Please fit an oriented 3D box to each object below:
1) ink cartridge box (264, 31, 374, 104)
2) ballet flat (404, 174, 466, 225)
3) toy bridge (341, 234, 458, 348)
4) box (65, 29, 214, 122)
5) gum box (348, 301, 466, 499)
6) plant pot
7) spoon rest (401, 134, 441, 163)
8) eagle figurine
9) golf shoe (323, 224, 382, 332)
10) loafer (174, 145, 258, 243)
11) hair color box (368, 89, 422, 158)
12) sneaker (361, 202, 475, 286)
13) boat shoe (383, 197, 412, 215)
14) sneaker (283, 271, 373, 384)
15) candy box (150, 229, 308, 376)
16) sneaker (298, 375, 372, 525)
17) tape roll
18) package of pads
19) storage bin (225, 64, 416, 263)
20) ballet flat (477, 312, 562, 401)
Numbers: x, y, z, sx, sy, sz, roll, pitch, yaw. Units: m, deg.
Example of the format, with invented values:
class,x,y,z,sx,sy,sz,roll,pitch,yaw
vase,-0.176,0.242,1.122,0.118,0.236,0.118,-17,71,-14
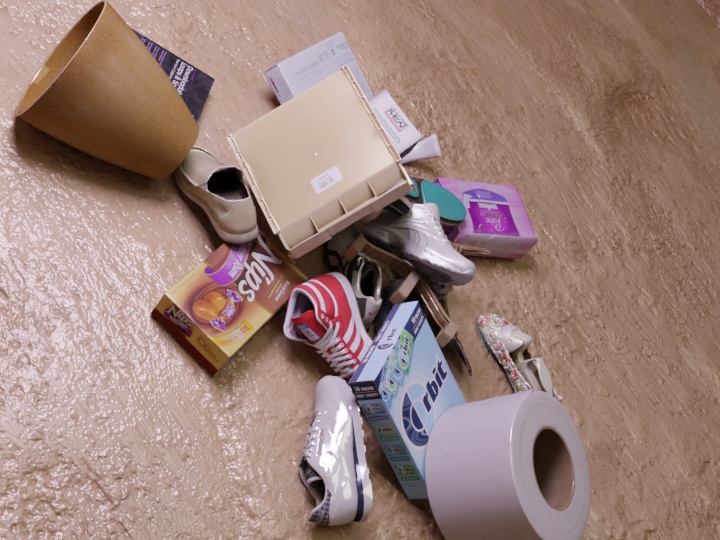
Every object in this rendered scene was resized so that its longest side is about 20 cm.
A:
class,x,y,z,sx,sy,sz,roll,pitch,yaw
ink cartridge box,-0.048,-0.274,1.616,0.196,0.043,0.202,-40,107,-48
ballet flat,0.078,-0.111,1.524,0.198,0.071,0.070,19,54,-39
toy bridge,0.064,0.024,1.373,0.200,0.027,0.067,43,37,-3
box,-0.319,-0.280,1.421,0.198,0.036,0.144,30,44,-19
gum box,0.072,0.174,1.313,0.202,0.044,0.170,63,36,-23
plant pot,-0.317,-0.217,1.286,0.199,0.185,0.188,39,40,-27
spoon rest,0.045,-0.190,1.627,0.198,0.060,0.101,-13,90,-38
eagle figurine,0.108,0.047,1.469,0.149,0.151,0.203,7,79,15
golf shoe,0.000,0.000,1.424,0.076,0.088,0.202,14,50,-28
loafer,-0.194,-0.119,1.335,0.075,0.069,0.200,-14,46,-34
hair color box,-0.010,-0.185,1.520,0.199,0.061,0.099,-38,87,-23
sneaker,0.095,-0.051,1.408,0.199,0.100,0.078,30,-12,34
boat shoe,-0.021,-0.116,1.414,0.197,0.075,0.067,28,84,7
sneaker,-0.034,0.103,1.305,0.112,0.071,0.202,-12,74,-55
candy box,-0.168,0.033,1.285,0.117,0.056,0.200,44,43,0
sneaker,-0.041,0.223,1.234,0.079,0.077,0.202,0,52,-17
tape roll,0.198,0.272,1.289,0.201,0.138,0.206,24,58,-45
package of pads,0.203,-0.086,1.661,0.198,0.076,0.122,2,57,-37
storage bin,-0.051,-0.142,1.340,0.200,0.198,0.094,61,2,21
ballet flat,0.258,0.142,1.538,0.075,0.064,0.202,-13,67,-43
